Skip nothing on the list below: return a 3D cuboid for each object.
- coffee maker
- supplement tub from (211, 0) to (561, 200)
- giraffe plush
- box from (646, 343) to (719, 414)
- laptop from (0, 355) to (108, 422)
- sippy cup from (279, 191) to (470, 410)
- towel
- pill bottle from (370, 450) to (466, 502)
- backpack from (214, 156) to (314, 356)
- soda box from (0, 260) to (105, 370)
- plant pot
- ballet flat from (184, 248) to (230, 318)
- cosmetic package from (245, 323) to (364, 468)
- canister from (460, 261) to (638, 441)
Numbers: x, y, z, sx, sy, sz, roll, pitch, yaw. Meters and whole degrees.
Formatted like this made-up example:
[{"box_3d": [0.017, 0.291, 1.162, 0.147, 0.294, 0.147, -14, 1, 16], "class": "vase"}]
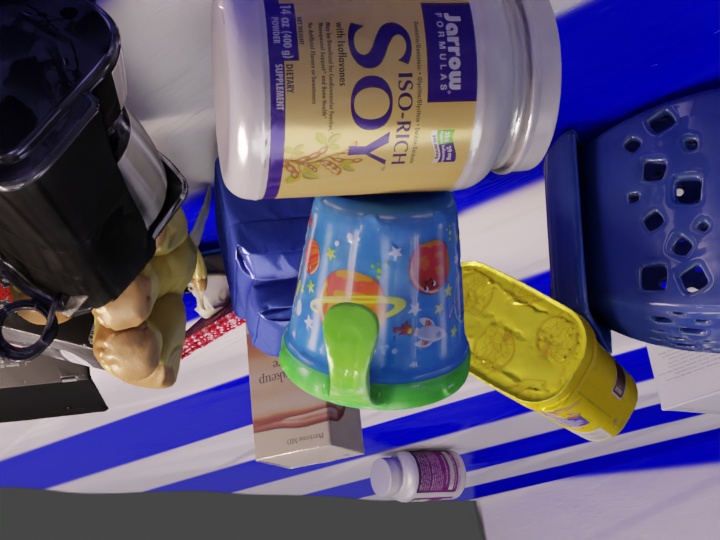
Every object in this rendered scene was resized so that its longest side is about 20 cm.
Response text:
[{"box_3d": [-0.208, -0.055, 0.667, 0.134, 0.193, 0.200, 7, 159, 6], "class": "coffee maker"}, {"box_3d": [0.011, -0.120, 0.642, 0.199, 0.146, 0.146, -4, 159, -12], "class": "supplement tub"}, {"box_3d": [-0.228, -0.007, 0.859, 0.161, 0.200, 0.173, 7, 132, 6], "class": "giraffe plush"}, {"box_3d": [0.576, 0.131, 1.538, 0.198, 0.131, 0.200, 10, 153, -39], "class": "box"}, {"box_3d": [-0.376, 0.082, 1.070, 0.186, 0.201, 0.116, -6, -168, -8], "class": "laptop"}, {"box_3d": [0.014, 0.006, 0.699, 0.139, 0.131, 0.178, -6, -156, -23], "class": "sippy cup"}, {"box_3d": [-0.110, 0.028, 1.044, 0.200, 0.023, 0.145, -29, -167, 44], "class": "towel"}, {"box_3d": [0.126, 0.454, 2.244, 0.199, 0.113, 0.112, 6, 155, -32], "class": "pill bottle"}, {"box_3d": [-0.015, -0.020, 0.872, 0.199, 0.169, 0.163, -11, 166, -12], "class": "backpack"}, {"box_3d": [-0.320, 0.035, 0.953, 0.199, 0.064, 0.071, 15, 157, -1], "class": "soda box"}, {"box_3d": [0.269, -0.029, 0.922, 0.179, 0.201, 0.200, -7, 162, 19], "class": "plant pot"}, {"box_3d": [-0.181, 0.016, 1.035, 0.199, 0.069, 0.068, -4, 162, -10], "class": "ballet flat"}, {"box_3d": [-0.066, 0.113, 1.146, 0.103, 0.201, 0.087, -16, 159, 21], "class": "cosmetic package"}, {"box_3d": [0.156, 0.078, 0.897, 0.148, 0.087, 0.200, 30, 177, 33], "class": "canister"}]
